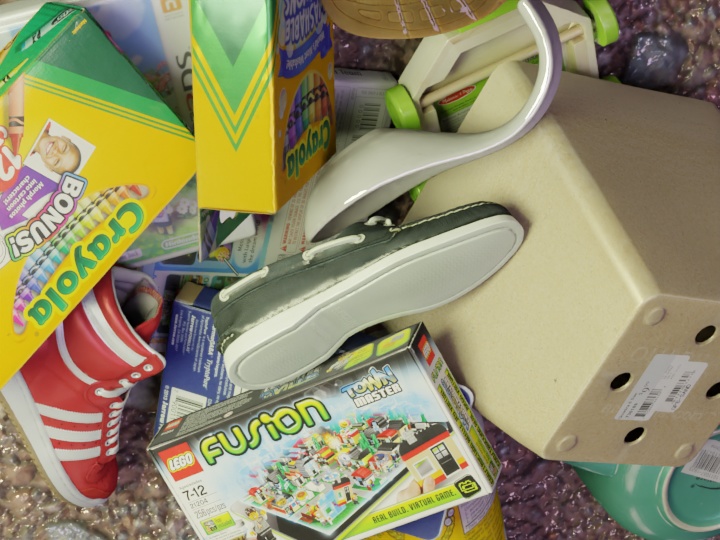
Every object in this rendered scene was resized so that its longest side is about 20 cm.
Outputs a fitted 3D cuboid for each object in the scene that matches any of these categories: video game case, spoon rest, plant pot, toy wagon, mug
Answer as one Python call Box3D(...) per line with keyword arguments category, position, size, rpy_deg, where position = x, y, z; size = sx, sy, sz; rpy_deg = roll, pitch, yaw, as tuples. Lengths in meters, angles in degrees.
Box3D(category="video game case", position=(-0.081, -0.038, 1.337), size=(0.180, 0.024, 0.202), rpy_deg=(2, 119, -23))
Box3D(category="video game case", position=(-0.175, -0.076, 1.254), size=(0.198, 0.022, 0.184), rpy_deg=(-15, 120, -4))
Box3D(category="spoon rest", position=(0.045, -0.077, 1.257), size=(0.200, 0.061, 0.099), rpy_deg=(-41, 171, 18))
Box3D(category="plant pot", position=(0.154, 0.013, 1.332), size=(0.199, 0.178, 0.201), rpy_deg=(7, 127, -38))
Box3D(category="toy wagon", position=(0.090, -0.123, 1.328), size=(0.154, 0.040, 0.201), rpy_deg=(-25, 135, -9))
Box3D(category="mug", position=(0.215, 0.125, 1.498), size=(0.184, 0.115, 0.153), rpy_deg=(-27, 125, -6))

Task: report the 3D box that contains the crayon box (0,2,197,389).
Box3D(category="crayon box", position=(-0.194, -0.038, 1.182), size=(0.200, 0.058, 0.119), rpy_deg=(-49, 121, -13))

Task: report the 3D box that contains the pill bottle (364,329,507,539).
Box3D(category="pill bottle", position=(0.036, 0.144, 1.437), size=(0.112, 0.113, 0.201), rpy_deg=(-20, 125, -10))

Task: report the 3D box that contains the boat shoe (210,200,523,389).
Box3D(category="boat shoe", position=(0.000, 0.000, 1.267), size=(0.198, 0.061, 0.076), rpy_deg=(-24, 148, 2))

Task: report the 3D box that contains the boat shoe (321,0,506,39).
Box3D(category="boat shoe", position=(0.070, -0.196, 1.221), size=(0.198, 0.072, 0.073), rpy_deg=(-23, 114, 12))

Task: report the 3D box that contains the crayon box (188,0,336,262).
Box3D(category="crayon box", position=(-0.054, -0.117, 1.216), size=(0.051, 0.126, 0.202), rpy_deg=(5, 110, 14))

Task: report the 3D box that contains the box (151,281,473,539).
Box3D(category="box", position=(-0.030, 0.091, 1.341), size=(0.198, 0.032, 0.122), rpy_deg=(17, 119, 9))

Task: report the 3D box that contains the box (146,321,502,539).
Box3D(category="box", position=(-0.024, 0.117, 1.314), size=(0.199, 0.035, 0.111), rpy_deg=(-23, 107, 25))

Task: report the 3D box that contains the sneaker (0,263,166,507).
Box3D(category="sneaker", position=(-0.159, 0.072, 1.314), size=(0.111, 0.072, 0.201), rpy_deg=(-17, 139, 4))
